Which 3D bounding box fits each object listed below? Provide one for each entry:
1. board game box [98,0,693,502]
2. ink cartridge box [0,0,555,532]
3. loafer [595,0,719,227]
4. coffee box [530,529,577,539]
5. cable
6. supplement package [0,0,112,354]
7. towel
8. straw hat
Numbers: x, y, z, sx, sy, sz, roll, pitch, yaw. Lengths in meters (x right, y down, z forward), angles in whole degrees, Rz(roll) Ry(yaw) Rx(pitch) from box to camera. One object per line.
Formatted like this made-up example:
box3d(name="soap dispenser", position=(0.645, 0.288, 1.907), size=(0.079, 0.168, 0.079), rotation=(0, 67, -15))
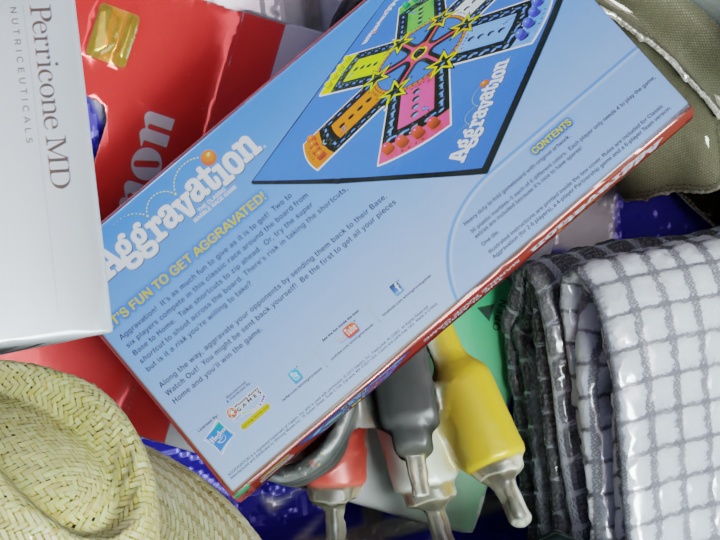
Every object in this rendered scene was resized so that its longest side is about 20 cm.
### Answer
box3d(name="board game box", position=(0.003, -0.026, 0.857), size=(0.200, 0.019, 0.103), rotation=(-40, 79, -3))
box3d(name="ink cartridge box", position=(-0.028, -0.008, 0.904), size=(0.200, 0.050, 0.161), rotation=(18, 85, -30))
box3d(name="loafer", position=(0.120, -0.060, 0.962), size=(0.200, 0.075, 0.070), rotation=(32, 75, -26))
box3d(name="coffee box", position=(0.032, 0.196, 0.856), size=(0.123, 0.044, 0.200), rotation=(-14, 118, -47))
box3d(name="cable", position=(0.000, 0.000, 0.888), size=(0.097, 0.050, 0.200), rotation=(-8, 78, 4))
box3d(name="supplement package", position=(-0.191, -0.021, 0.772), size=(0.200, 0.110, 0.114), rotation=(-6, 88, -27))
box3d(name="towel", position=(0.141, 0.081, 0.931), size=(0.166, 0.086, 0.200), rotation=(-9, 97, -29))
box3d(name="straw hat", position=(-0.102, 0.074, 0.755), size=(0.201, 0.201, 0.085), rotation=(-12, 132, -27))
